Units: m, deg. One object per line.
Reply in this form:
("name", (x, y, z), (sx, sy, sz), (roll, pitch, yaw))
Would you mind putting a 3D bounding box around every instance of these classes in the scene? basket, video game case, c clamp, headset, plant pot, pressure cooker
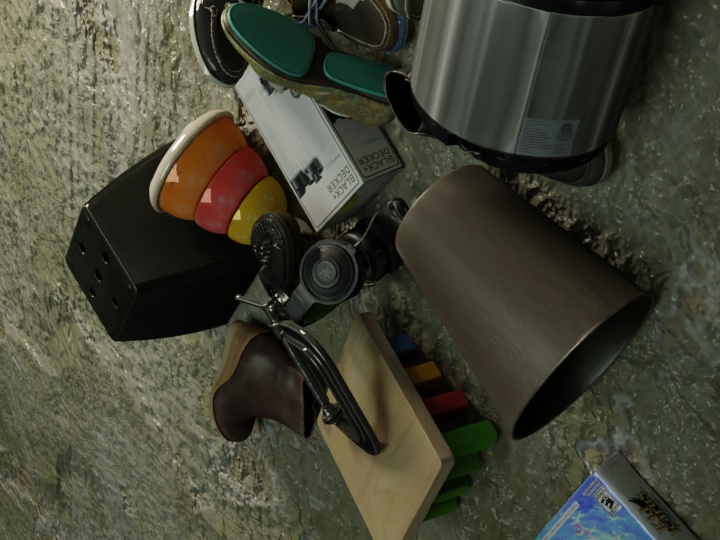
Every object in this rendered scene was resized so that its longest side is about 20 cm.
("basket", (0.131, 0.016, 0.906), (0.201, 0.135, 0.182), (50, 128, 26))
("video game case", (0.254, 0.304, 0.980), (0.182, 0.045, 0.202), (47, 139, 21))
("c clamp", (-0.048, 0.112, 1.105), (0.202, 0.027, 0.170), (60, 159, -19))
("headset", (0.000, 0.000, 1.065), (0.094, 0.123, 0.201), (48, 132, 11))
("plant pot", (-0.267, -0.025, 1.324), (0.202, 0.176, 0.200), (56, 141, 14))
("pressure cooker", (0.134, -0.197, 0.750), (0.178, 0.175, 0.203), (35, 137, 28))

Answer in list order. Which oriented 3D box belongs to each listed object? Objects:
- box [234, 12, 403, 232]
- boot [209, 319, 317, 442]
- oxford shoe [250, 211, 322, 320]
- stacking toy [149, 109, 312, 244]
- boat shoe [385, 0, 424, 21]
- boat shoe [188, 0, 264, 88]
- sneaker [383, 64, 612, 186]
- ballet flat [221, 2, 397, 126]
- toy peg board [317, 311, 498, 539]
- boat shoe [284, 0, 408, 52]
("box", (-0.050, -0.158, 1.084), (0.202, 0.060, 0.116), (60, 143, 7))
("boot", (-0.127, 0.180, 1.348), (0.165, 0.072, 0.203), (34, 129, 38))
("oxford shoe", (-0.071, -0.020, 1.114), (0.073, 0.084, 0.201), (53, 167, 17))
("stacking toy", (-0.137, -0.078, 1.204), (0.199, 0.146, 0.147), (39, 138, 6))
("boat shoe", (0.077, -0.292, 0.851), (0.060, 0.071, 0.204), (49, 136, 27))
("boat shoe", (-0.129, -0.290, 1.057), (0.060, 0.073, 0.204), (-16, 63, 41))
("sneaker", (0.113, -0.121, 0.870), (0.199, 0.105, 0.076), (38, 135, 31))
("ballet flat", (-0.048, -0.193, 0.994), (0.197, 0.072, 0.071), (21, 138, -10))
("toy peg board", (0.053, 0.180, 1.136), (0.201, 0.096, 0.202), (59, 145, 34))
("boat shoe", (-0.038, -0.269, 1.000), (0.199, 0.072, 0.073), (40, 136, 30))
